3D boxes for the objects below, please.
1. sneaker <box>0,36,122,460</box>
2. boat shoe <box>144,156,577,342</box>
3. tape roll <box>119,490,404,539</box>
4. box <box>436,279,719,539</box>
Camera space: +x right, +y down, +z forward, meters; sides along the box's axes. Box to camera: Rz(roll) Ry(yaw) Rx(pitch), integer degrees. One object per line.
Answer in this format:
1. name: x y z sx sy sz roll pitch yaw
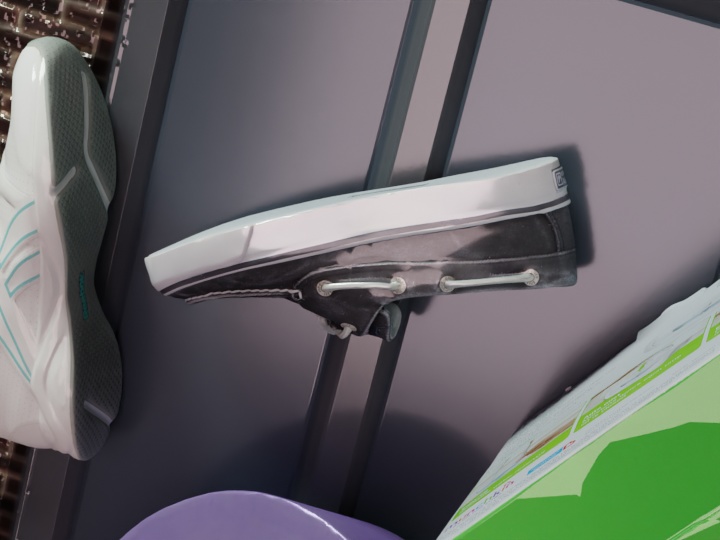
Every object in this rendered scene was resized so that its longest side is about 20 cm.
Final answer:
1. sneaker: -0.162 -0.010 0.846 0.079 0.070 0.203 6 102 18
2. boat shoe: 0.000 0.000 0.804 0.198 0.072 0.069 -11 96 10
3. tape roll: -0.043 0.205 0.798 0.198 0.085 0.203 -9 72 29
4. box: 0.143 0.071 0.715 0.199 0.176 0.097 -38 88 18
